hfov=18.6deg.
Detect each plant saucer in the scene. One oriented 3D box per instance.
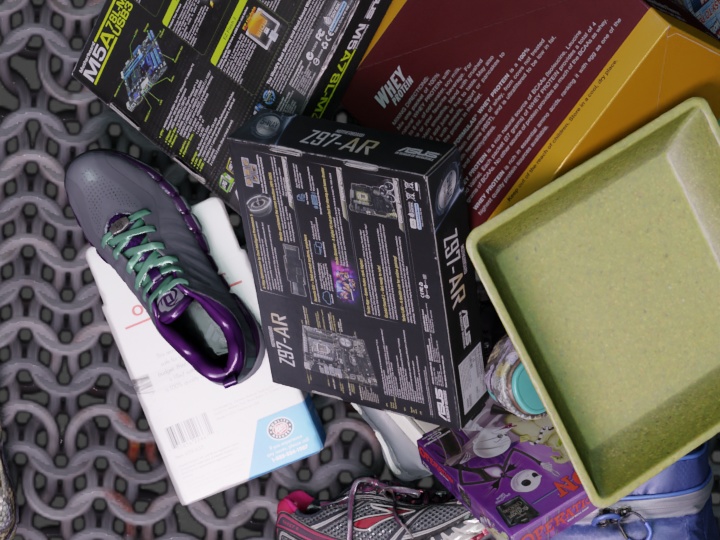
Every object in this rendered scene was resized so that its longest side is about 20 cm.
[{"bbox_3d":[0.179,0.019,1.436,0.199,0.048,0.201,-31,100,-19],"label":"plant saucer"}]

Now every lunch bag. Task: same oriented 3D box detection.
[{"bbox_3d":[0.183,0.170,1.549,0.134,0.200,0.134,-6,91,9],"label":"lunch bag"}]

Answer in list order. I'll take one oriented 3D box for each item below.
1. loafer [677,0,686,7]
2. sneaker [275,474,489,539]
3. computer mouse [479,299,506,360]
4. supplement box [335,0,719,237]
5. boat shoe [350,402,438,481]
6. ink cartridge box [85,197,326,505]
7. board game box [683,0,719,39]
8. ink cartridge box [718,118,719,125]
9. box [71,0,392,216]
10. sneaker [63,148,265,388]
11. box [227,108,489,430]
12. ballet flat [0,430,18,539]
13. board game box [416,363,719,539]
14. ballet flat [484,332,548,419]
[{"bbox_3d":[0.285,-0.153,1.585,0.200,0.063,0.072,40,78,0],"label":"loafer"},{"bbox_3d":[0.025,0.180,1.597,0.199,0.081,0.075,-19,90,22],"label":"sneaker"},{"bbox_3d":[0.115,0.030,1.608,0.198,0.046,0.142,-7,73,-1],"label":"computer mouse"},{"bbox_3d":[0.119,-0.134,1.506,0.198,0.132,0.200,-53,57,16],"label":"supplement box"},{"bbox_3d":[-0.005,0.073,1.615,0.200,0.073,0.062,49,129,-5],"label":"boat shoe"},{"bbox_3d":[-0.113,0.056,1.621,0.115,0.067,0.202,-21,92,4],"label":"ink cartridge box"},{"bbox_3d":[0.293,-0.242,1.549,0.198,0.062,0.202,2,75,-16],"label":"board game box"},{"bbox_3d":[0.190,-0.078,1.556,0.199,0.048,0.147,22,95,40],"label":"ink cartridge box"},{"bbox_3d":[-0.091,-0.170,1.542,0.193,0.047,0.201,39,113,28],"label":"box"},{"bbox_3d":[-0.137,-0.004,1.540,0.074,0.088,0.200,-40,91,4],"label":"sneaker"},{"bbox_3d":[0.000,0.000,1.475,0.159,0.044,0.202,12,127,32],"label":"box"},{"bbox_3d":[-0.300,0.115,1.626,0.071,0.072,0.202,-16,93,4],"label":"ballet flat"},{"bbox_3d":[0.151,0.105,1.484,0.199,0.120,0.032,-30,136,-17],"label":"board game box"},{"bbox_3d":[0.161,0.028,1.495,0.200,0.072,0.072,-34,92,-18],"label":"ballet flat"}]
